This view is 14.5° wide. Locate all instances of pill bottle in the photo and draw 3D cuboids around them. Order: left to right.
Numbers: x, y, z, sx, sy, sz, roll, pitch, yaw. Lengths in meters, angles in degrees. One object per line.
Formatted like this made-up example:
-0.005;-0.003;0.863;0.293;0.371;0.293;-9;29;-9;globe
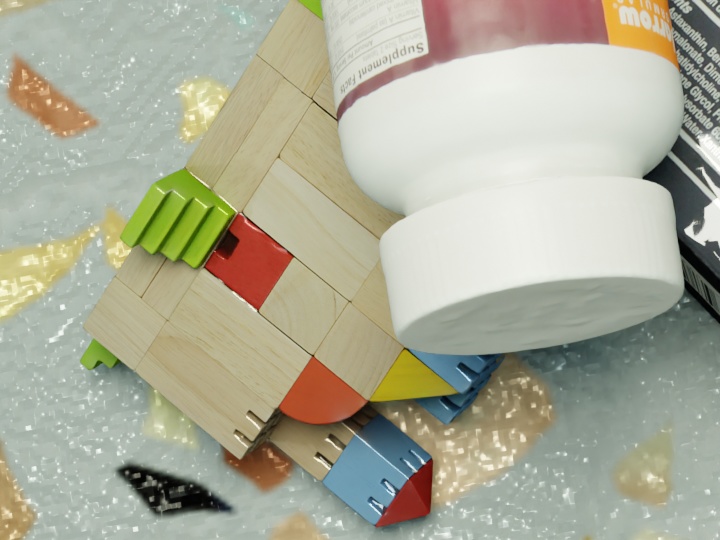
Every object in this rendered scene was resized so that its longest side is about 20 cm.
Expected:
0.042;-0.082;0.887;0.109;0.110;0.201;-10;75;6;pill bottle

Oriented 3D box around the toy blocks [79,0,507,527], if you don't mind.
0.000;0.000;0.990;0.136;0.100;0.200;38;115;9;toy blocks

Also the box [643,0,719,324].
0.181;-0.070;0.978;0.198;0.123;0.200;-43;74;0;box
